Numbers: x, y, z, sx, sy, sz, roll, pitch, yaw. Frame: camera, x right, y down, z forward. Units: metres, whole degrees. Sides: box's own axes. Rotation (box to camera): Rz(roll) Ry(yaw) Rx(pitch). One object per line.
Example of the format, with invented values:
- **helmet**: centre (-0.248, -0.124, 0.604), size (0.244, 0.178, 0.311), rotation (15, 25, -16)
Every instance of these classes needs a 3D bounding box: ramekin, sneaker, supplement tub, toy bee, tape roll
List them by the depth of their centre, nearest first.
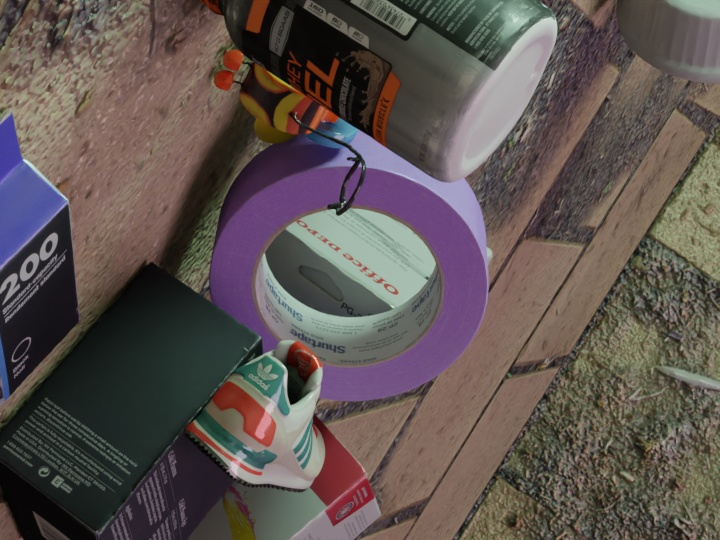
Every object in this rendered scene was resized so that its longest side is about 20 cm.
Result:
- **supplement tub**: centre (0.006, -0.151, 1.096), size (0.123, 0.200, 0.123), rotation (-51, 164, -20)
- **toy bee**: centre (-0.038, -0.134, 1.231), size (0.200, 0.109, 0.131), rotation (-100, -145, -72)
- **sneaker**: centre (-0.051, 0.099, 1.293), size (0.093, 0.070, 0.200), rotation (-52, 163, 5)
- **tape roll**: centre (-0.008, -0.004, 1.330), size (0.066, 0.200, 0.200), rotation (-89, -160, -58)
- **ramekin**: centre (0.384, -0.310, 2.003), size (0.201, 0.200, 0.098), rotation (-49, 157, -27)

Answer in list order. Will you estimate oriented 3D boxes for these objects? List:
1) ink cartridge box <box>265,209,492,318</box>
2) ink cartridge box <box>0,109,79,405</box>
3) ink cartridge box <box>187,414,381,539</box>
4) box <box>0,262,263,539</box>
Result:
- **ink cartridge box**: centre (0.000, 0.000, 1.510), size (0.083, 0.145, 0.200), rotation (-61, 165, 26)
- **ink cartridge box**: centre (-0.238, 0.037, 1.028), size (0.198, 0.043, 0.200), rotation (-49, 162, -26)
- **ink cartridge box**: centre (-0.107, 0.201, 1.523), size (0.200, 0.145, 0.145), rotation (-40, 162, -10)
- **box**: centre (-0.163, 0.127, 1.338), size (0.182, 0.104, 0.200), rotation (-50, 164, -23)
